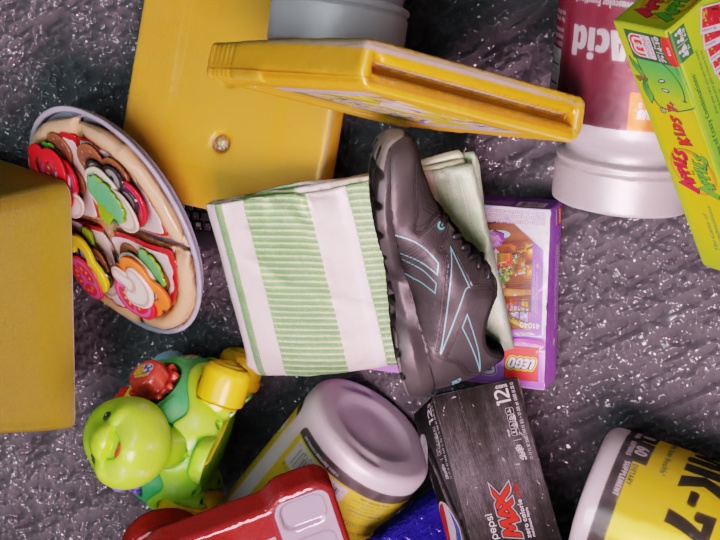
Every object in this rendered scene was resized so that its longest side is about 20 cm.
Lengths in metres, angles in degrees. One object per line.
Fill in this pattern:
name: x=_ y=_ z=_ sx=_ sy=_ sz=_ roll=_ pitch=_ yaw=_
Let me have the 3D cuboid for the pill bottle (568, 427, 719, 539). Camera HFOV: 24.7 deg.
pill bottle: x=0.255 y=0.195 z=1.164 sx=0.199 sy=0.114 sz=0.115 roll=18 pitch=110 yaw=16

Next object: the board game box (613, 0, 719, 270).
board game box: x=0.240 y=-0.103 z=1.052 sx=0.048 sy=0.102 sz=0.200 roll=25 pitch=149 yaw=51

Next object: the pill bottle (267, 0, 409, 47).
pill bottle: x=-0.003 y=-0.249 z=1.122 sx=0.113 sy=0.113 sz=0.201 roll=9 pitch=91 yaw=19

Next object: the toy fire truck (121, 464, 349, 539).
toy fire truck: x=-0.074 y=0.246 z=1.197 sx=0.167 sy=0.112 sz=0.201 roll=-19 pitch=122 yaw=-3

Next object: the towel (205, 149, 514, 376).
towel: x=0.000 y=0.000 z=1.195 sx=0.199 sy=0.023 sz=0.153 roll=-9 pitch=108 yaw=11

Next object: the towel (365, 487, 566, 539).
towel: x=0.109 y=0.244 z=1.222 sx=0.200 sy=0.147 sz=0.050 roll=54 pitch=155 yaw=4

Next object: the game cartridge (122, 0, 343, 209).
game cartridge: x=-0.090 y=-0.142 z=1.236 sx=0.176 sy=0.032 sz=0.201 roll=14 pitch=96 yaw=22

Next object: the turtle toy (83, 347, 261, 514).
turtle toy: x=-0.148 y=0.125 z=1.260 sx=0.101 sy=0.200 sz=0.146 roll=19 pitch=95 yaw=4

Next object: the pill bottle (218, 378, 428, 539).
pill bottle: x=-0.046 y=0.189 z=1.282 sx=0.111 sy=0.111 sz=0.200 roll=42 pitch=115 yaw=6

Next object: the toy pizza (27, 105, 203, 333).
toy pizza: x=-0.198 y=-0.033 z=1.275 sx=0.200 sy=0.032 sz=0.201 roll=31 pitch=140 yaw=31

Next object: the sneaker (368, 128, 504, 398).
sneaker: x=0.051 y=-0.009 z=1.142 sx=0.079 sy=0.075 sz=0.201 roll=-10 pitch=118 yaw=2

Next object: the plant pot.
plant pot: x=-0.352 y=0.023 z=1.283 sx=0.200 sy=0.176 sz=0.201 roll=18 pitch=113 yaw=46

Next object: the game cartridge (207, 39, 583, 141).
game cartridge: x=0.017 y=-0.118 z=1.083 sx=0.200 sy=0.176 sz=0.033 roll=8 pitch=88 yaw=56

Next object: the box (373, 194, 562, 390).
box: x=0.049 y=0.009 z=1.236 sx=0.199 sy=0.039 sz=0.137 roll=6 pitch=105 yaw=20

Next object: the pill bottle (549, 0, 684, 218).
pill bottle: x=0.185 y=-0.143 z=1.101 sx=0.114 sy=0.114 sz=0.201 roll=10 pitch=107 yaw=19

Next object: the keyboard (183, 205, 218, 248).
keyboard: x=-0.137 y=-0.081 z=1.297 sx=0.199 sy=0.021 sz=0.128 roll=6 pitch=106 yaw=19

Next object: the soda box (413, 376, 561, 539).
soda box: x=0.099 y=0.184 z=1.180 sx=0.070 sy=0.063 sz=0.201 roll=-11 pitch=75 yaw=-14
